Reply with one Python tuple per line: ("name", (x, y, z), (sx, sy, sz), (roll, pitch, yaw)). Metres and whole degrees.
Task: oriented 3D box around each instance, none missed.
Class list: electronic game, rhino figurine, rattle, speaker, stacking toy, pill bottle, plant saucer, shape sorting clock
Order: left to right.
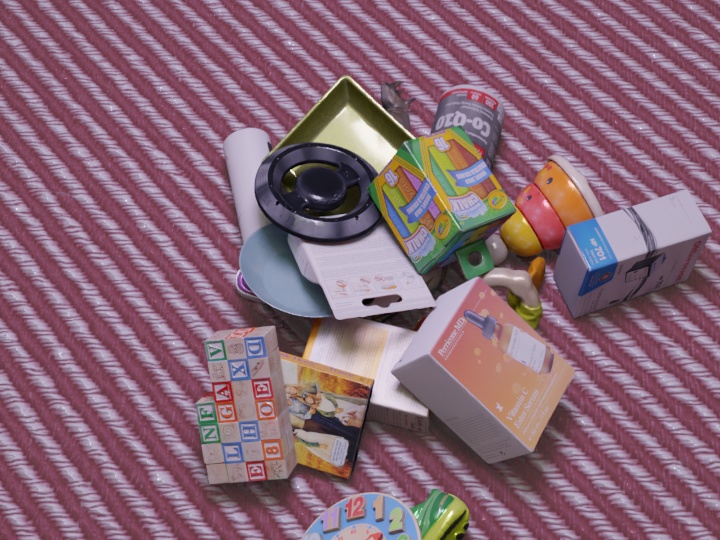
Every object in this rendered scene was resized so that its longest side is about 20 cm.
("speaker", (-0.165, -0.125, 1.645), (0.080, 0.081, 0.201), (-12, 61, -6))
("plant saucer", (-0.082, 0.006, 1.524), (0.199, 0.039, 0.202), (8, 45, -8))
("electronic game", (-0.059, -0.119, 1.536), (0.198, 0.042, 0.201), (6, 49, -7))
("plant saucer", (-0.019, -0.169, 1.627), (0.200, 0.048, 0.200), (44, 89, 8))
("shape sorting clock", (-0.010, 0.376, 1.334), (0.199, 0.039, 0.201), (-24, 36, 18))
("rhino figurine", (0.038, -0.239, 1.717), (0.087, 0.060, 0.201), (25, 62, -5))
("pill bottle", (0.160, -0.187, 1.655), (0.113, 0.114, 0.201), (12, 61, 8))
("rattle", (0.174, 0.033, 1.562), (0.198, 0.130, 0.144), (-15, 46, 23))
("stacking toy", (0.266, -0.070, 1.598), (0.199, 0.146, 0.147), (-34, 64, 1))

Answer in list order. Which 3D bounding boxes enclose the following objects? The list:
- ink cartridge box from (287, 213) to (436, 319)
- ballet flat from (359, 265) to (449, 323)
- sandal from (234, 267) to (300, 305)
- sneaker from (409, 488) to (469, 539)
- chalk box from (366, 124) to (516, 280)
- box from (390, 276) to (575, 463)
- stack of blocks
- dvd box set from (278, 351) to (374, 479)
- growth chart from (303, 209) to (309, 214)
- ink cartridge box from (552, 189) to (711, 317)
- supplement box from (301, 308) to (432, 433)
("ink cartridge box", (0.000, 0.000, 1.494), (0.159, 0.050, 0.201), (-7, 51, -22))
("ballet flat", (0.067, 0.026, 1.560), (0.199, 0.071, 0.069), (-35, 88, -17))
("sandal", (-0.096, 0.022, 1.574), (0.200, 0.050, 0.083), (0, 68, 6))
("sneaker", (0.058, 0.374, 1.381), (0.200, 0.074, 0.083), (-38, 39, -14))
("chalk box", (0.127, -0.084, 1.484), (0.124, 0.124, 0.201), (-22, 73, -39))
("box", (0.170, 0.139, 1.423), (0.200, 0.106, 0.153), (43, 58, -10))
("stack of blocks", (-0.162, 0.184, 1.409), (0.114, 0.059, 0.202), (-6, 100, 12))
("dvd box set", (-0.090, 0.194, 1.444), (0.198, 0.029, 0.148), (17, 106, 9))
("growth chart", (-0.008, -0.057, 1.641), (0.200, 0.018, 0.145), (40, 68, 20))
("ink cartridge box", (0.402, -0.025, 1.542), (0.198, 0.147, 0.086), (-16, 60, -8))
("supplement box", (0.017, 0.145, 1.495), (0.198, 0.074, 0.127), (13, 62, 10))
